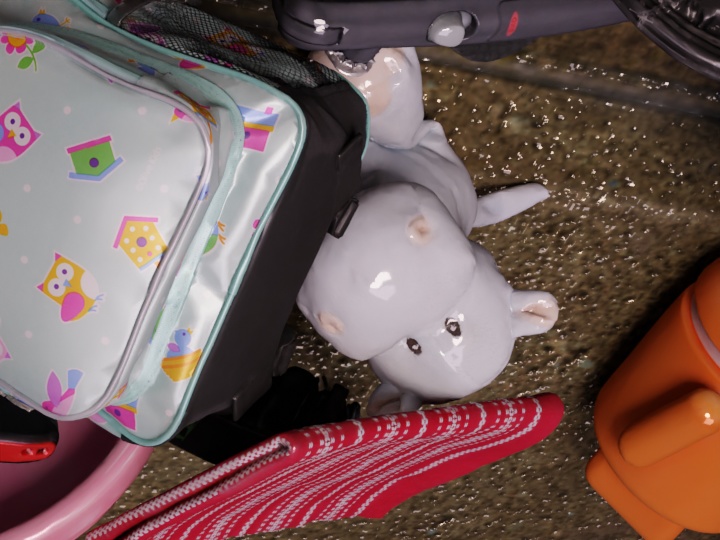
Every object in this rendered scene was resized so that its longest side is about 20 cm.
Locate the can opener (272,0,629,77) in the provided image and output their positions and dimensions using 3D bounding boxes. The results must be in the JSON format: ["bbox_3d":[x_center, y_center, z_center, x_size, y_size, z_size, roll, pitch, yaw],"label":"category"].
[{"bbox_3d":[0.052,-0.121,0.880,0.199,0.064,0.079,-1,144,-26],"label":"can opener"}]

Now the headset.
[{"bbox_3d":[-0.060,0.083,1.086,0.200,0.123,0.094,9,110,-57],"label":"headset"}]

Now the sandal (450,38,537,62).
[{"bbox_3d":[0.028,-0.158,0.920,0.075,0.048,0.200,-27,149,10],"label":"sandal"}]

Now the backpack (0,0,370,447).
[{"bbox_3d":[-0.123,-0.038,0.867,0.153,0.200,0.176,-10,127,-62],"label":"backpack"}]

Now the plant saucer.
[{"bbox_3d":[-0.183,0.071,0.972,0.200,0.201,0.051,-15,136,-1],"label":"plant saucer"}]

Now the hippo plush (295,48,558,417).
[{"bbox_3d":[0.000,0.000,0.984,0.159,0.161,0.200,-30,136,14],"label":"hippo plush"}]

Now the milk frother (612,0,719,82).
[{"bbox_3d":[0.172,-0.199,0.801,0.179,0.201,0.189,-8,137,-4],"label":"milk frother"}]

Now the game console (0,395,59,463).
[{"bbox_3d":[-0.232,0.016,0.903,0.176,0.200,0.031,4,119,-23],"label":"game console"}]

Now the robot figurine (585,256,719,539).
[{"bbox_3d":[0.208,0.068,1.155,0.143,0.117,0.200,14,130,-29],"label":"robot figurine"}]

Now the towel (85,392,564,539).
[{"bbox_3d":[-0.011,0.096,0.956,0.144,0.023,0.200,-30,163,37],"label":"towel"}]
